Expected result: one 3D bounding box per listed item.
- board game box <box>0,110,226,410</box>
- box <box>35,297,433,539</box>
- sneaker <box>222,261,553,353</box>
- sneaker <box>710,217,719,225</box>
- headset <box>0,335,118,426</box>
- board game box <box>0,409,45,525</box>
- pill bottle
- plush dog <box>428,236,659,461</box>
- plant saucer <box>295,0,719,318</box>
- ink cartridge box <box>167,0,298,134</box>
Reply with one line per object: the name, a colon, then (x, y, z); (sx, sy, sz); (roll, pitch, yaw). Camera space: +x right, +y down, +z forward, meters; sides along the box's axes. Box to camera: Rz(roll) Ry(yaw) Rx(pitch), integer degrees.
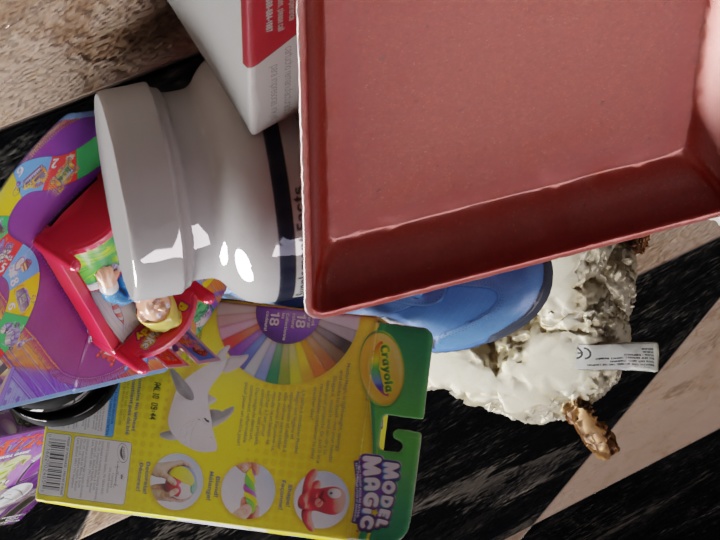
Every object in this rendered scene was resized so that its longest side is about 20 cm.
board game box: (-0.105, -0.001, 1.299); (0.200, 0.039, 0.158); (-12, 127, -51)
box: (-0.061, 0.074, 1.407); (0.199, 0.118, 0.048); (6, 174, 19)
sneaker: (0.000, 0.000, 1.424); (0.200, 0.066, 0.078); (3, 166, 29)
sneaker: (0.255, -0.087, 1.482); (0.200, 0.081, 0.084); (-38, 153, -43)
headset: (-0.179, 0.031, 1.358); (0.200, 0.094, 0.123); (-52, 153, 10)
board game box: (-0.231, 0.115, 1.545); (0.120, 0.032, 0.200); (-47, 158, 29)
pill bottle: (-0.012, -0.049, 1.215); (0.199, 0.116, 0.116); (-9, 159, -9)
plush dog: (0.129, 0.026, 1.787); (0.200, 0.161, 0.172); (-39, -171, 27)
plant saucer: (0.066, -0.077, 1.099); (0.199, 0.037, 0.200); (-14, 143, -11)
ink cartridge box: (0.021, -0.159, 1.118); (0.200, 0.083, 0.147); (-29, 162, -11)
